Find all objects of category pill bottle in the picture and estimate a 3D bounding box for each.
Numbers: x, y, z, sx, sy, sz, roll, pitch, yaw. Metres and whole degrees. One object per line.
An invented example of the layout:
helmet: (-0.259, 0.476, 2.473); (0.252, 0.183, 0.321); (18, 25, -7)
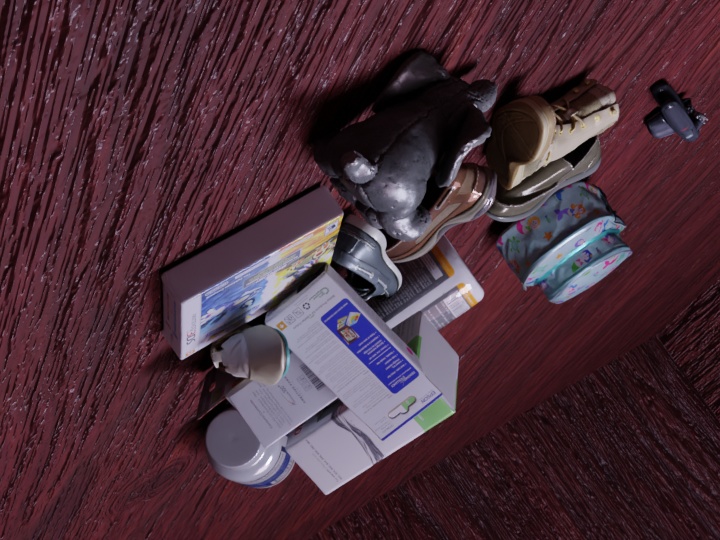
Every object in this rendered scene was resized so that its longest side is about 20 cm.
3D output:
pill bottle: (-0.163, 0.255, 2.080); (0.111, 0.111, 0.200); (-34, 165, -1)
pill bottle: (0.053, 0.044, 1.885); (0.200, 0.116, 0.116); (-35, 165, 4)

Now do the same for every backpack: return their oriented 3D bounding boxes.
backpack: (0.295, -0.043, 2.092); (0.178, 0.151, 0.200); (-37, 160, 13)

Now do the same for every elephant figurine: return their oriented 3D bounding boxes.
elephant figurine: (0.061, -0.140, 1.371); (0.200, 0.155, 0.142); (-44, 123, -6)

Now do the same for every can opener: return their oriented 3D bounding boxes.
can opener: (0.441, -0.216, 2.008); (0.079, 0.063, 0.200); (-37, 165, 10)

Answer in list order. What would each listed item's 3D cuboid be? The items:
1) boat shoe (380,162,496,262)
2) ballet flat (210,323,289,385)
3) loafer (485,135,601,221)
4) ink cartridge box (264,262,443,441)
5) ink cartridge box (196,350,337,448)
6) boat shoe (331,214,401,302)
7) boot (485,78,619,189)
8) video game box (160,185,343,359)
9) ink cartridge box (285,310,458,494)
boat shoe: (0.071, -0.075, 1.675); (0.072, 0.076, 0.200); (23, 139, -32)
ballet flat: (-0.130, 0.094, 1.590); (0.069, 0.070, 0.200); (-31, -174, -14)
loafer: (0.229, -0.132, 1.827); (0.200, 0.075, 0.070); (-33, 154, -25)
ink cartridge box: (-0.006, 0.093, 1.611); (0.095, 0.200, 0.037); (-39, -166, 16)
ink cartridge box: (-0.103, 0.132, 1.745); (0.176, 0.084, 0.200); (-36, -170, 6)
boat shoe: (0.000, 0.000, 1.694); (0.062, 0.073, 0.200); (-58, 162, -15)
boot: (0.233, -0.177, 1.668); (0.155, 0.073, 0.200); (-31, 166, -12)
video game box: (-0.119, 0.006, 1.540); (0.200, 0.047, 0.182); (-30, 167, -17)
ink cartridge box: (0.015, 0.159, 1.735); (0.200, 0.084, 0.146); (-35, -163, 19)
